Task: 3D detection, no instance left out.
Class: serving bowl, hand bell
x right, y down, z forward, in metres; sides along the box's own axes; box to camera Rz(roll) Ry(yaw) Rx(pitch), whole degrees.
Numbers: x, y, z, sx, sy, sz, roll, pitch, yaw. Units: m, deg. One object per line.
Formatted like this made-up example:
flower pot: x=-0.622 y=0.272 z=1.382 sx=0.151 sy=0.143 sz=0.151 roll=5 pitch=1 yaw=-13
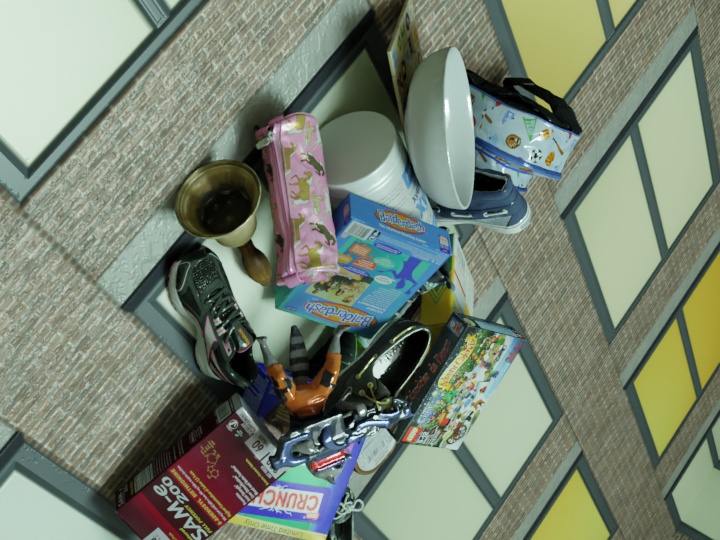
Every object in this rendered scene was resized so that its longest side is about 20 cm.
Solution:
serving bowl: x=0.096 y=-0.176 z=1.268 sx=0.200 sy=0.065 sz=0.204 roll=-3 pitch=90 yaw=-73
hand bell: x=-0.141 y=-0.034 z=1.221 sx=0.104 sy=0.103 sz=0.201 roll=-50 pitch=152 yaw=-16

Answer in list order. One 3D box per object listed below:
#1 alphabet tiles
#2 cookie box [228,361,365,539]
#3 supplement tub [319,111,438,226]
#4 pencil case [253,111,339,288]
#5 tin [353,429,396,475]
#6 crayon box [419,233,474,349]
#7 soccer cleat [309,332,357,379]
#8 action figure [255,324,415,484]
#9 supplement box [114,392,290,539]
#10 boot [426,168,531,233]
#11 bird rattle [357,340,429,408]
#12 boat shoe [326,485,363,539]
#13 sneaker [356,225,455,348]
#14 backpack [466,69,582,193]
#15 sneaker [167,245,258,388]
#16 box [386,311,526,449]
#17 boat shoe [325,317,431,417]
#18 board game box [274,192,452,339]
alphabet tiles: x=0.069 y=-0.232 z=1.313 sx=0.168 sy=0.007 sz=0.202 roll=-73 pitch=155 yaw=-50
cookie box: x=-0.095 y=0.248 z=1.359 sx=0.169 sy=0.075 sz=0.203 roll=19 pitch=96 yaw=-27
supplement tub: x=0.019 y=-0.093 z=1.319 sx=0.132 sy=0.131 sz=0.201 roll=-49 pitch=141 yaw=-17
pencil case: x=-0.075 y=-0.081 z=1.189 sx=0.085 sy=0.083 sz=0.203 roll=-7 pitch=84 yaw=-24
tin: x=0.006 y=0.238 z=1.573 sx=0.112 sy=0.042 sz=0.202 roll=-47 pitch=139 yaw=-27
crayon box: x=0.132 y=0.062 z=1.523 sx=0.126 sy=0.051 sz=0.202 roll=63 pitch=26 yaw=-47
soccer cleat: x=-0.073 y=0.166 z=1.419 sx=0.081 sy=0.067 sz=0.202 roll=36 pitch=83 yaw=-39
action figure: x=-0.039 y=0.166 z=1.258 sx=0.197 sy=0.104 sz=0.197 roll=-9 pitch=97 yaw=-25
supplement box: x=-0.196 y=0.262 z=1.253 sx=0.199 sy=0.061 sz=0.109 roll=-40 pitch=108 yaw=-3
boot: x=0.139 y=-0.110 z=1.399 sx=0.091 sy=0.198 sz=0.073 roll=51 pitch=57 yaw=-47
bird rattle: x=0.064 y=0.172 z=1.526 sx=0.200 sy=0.111 sz=0.165 roll=54 pitch=31 yaw=-54
boat shoe: x=-0.038 y=0.365 z=1.566 sx=0.073 sy=0.068 sz=0.202 roll=-22 pitch=126 yaw=-40
sneaker: x=0.072 y=0.024 z=1.416 sx=0.077 sy=0.139 sz=0.203 roll=17 pitch=87 yaw=-53
backpack: x=0.210 y=-0.196 z=1.435 sx=0.199 sy=0.189 sz=0.156 roll=-3 pitch=113 yaw=-49
sneaker: x=-0.165 y=0.061 z=1.228 sx=0.080 sy=0.086 sz=0.202 roll=-41 pitch=136 yaw=-28
box: x=0.136 y=0.162 z=1.436 sx=0.135 sy=0.038 sz=0.202 roll=14 pitch=112 yaw=-44
boat shoe: x=0.018 y=0.145 z=1.319 sx=0.072 sy=0.060 sz=0.202 roll=45 pitch=71 yaw=-22
board game box: x=0.000 y=0.000 z=1.291 sx=0.150 sy=0.045 sz=0.200 roll=19 pitch=134 yaw=-26
